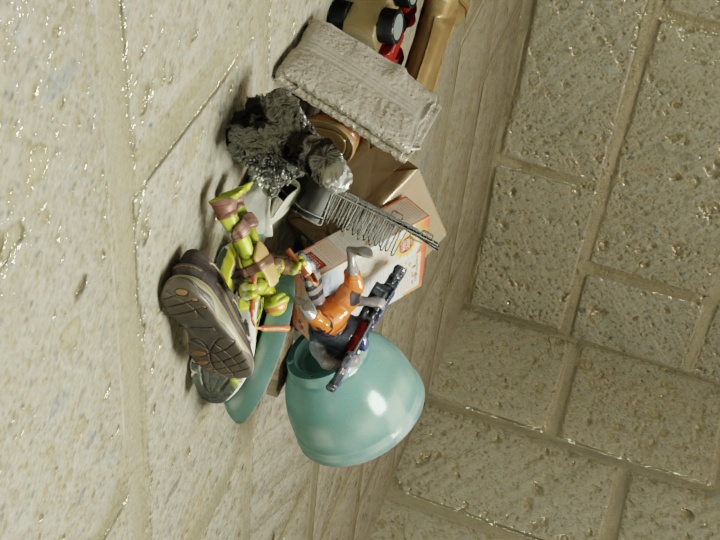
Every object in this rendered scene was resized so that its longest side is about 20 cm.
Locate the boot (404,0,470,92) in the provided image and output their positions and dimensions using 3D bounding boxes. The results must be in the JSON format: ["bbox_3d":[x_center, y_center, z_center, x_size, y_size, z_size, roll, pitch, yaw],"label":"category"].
[{"bbox_3d":[0.093,-0.302,1.754,0.175,0.065,0.202,27,78,-78],"label":"boot"}]

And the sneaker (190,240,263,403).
[{"bbox_3d":[-0.147,0.063,1.506,0.085,0.074,0.202,-7,113,-79],"label":"sneaker"}]

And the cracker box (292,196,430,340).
[{"bbox_3d":[0.000,0.000,1.693,0.199,0.058,0.135,-29,143,-31],"label":"cracker box"}]

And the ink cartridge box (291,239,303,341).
[{"bbox_3d":[-0.071,0.005,1.906,0.200,0.043,0.198,64,44,-77],"label":"ink cartridge box"}]

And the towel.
[{"bbox_3d":[0.001,-0.222,1.524,0.035,0.199,0.133,-56,-176,43],"label":"towel"}]

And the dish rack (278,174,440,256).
[{"bbox_3d":[0.001,-0.066,1.569,0.055,0.198,0.153,-62,-160,7],"label":"dish rack"}]

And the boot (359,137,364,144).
[{"bbox_3d":[-0.004,-0.198,1.835,0.200,0.076,0.157,-23,128,-73],"label":"boot"}]

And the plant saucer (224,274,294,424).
[{"bbox_3d":[-0.134,0.093,1.568,0.200,0.027,0.202,-160,-90,-75],"label":"plant saucer"}]

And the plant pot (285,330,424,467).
[{"bbox_3d":[-0.025,0.154,1.738,0.135,0.198,0.201,62,38,-36],"label":"plant pot"}]

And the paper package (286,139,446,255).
[{"bbox_3d":[0.014,-0.061,1.800,0.191,0.103,0.200,-46,150,-10],"label":"paper package"}]

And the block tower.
[{"bbox_3d":[-0.122,0.076,1.710,0.054,0.057,0.202,-58,160,-53],"label":"block tower"}]

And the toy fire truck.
[{"bbox_3d":[0.026,-0.337,1.740,0.201,0.127,0.177,71,36,-55],"label":"toy fire truck"}]

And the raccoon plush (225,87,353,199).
[{"bbox_3d":[-0.073,-0.106,1.381,0.096,0.200,0.134,-34,144,-4],"label":"raccoon plush"}]

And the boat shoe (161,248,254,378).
[{"bbox_3d":[-0.157,0.050,1.385,0.201,0.074,0.074,73,27,-53],"label":"boat shoe"}]

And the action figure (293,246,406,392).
[{"bbox_3d":[-0.023,0.040,1.597,0.201,0.104,0.194,-56,162,-30],"label":"action figure"}]

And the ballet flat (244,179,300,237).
[{"bbox_3d":[-0.097,-0.120,1.515,0.070,0.069,0.202,88,21,-60],"label":"ballet flat"}]

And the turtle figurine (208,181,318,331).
[{"bbox_3d":[-0.115,-0.015,1.404,0.163,0.064,0.200,68,23,-8],"label":"turtle figurine"}]

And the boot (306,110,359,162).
[{"bbox_3d":[-0.003,-0.210,1.600,0.154,0.074,0.200,-41,-166,-10],"label":"boot"}]
